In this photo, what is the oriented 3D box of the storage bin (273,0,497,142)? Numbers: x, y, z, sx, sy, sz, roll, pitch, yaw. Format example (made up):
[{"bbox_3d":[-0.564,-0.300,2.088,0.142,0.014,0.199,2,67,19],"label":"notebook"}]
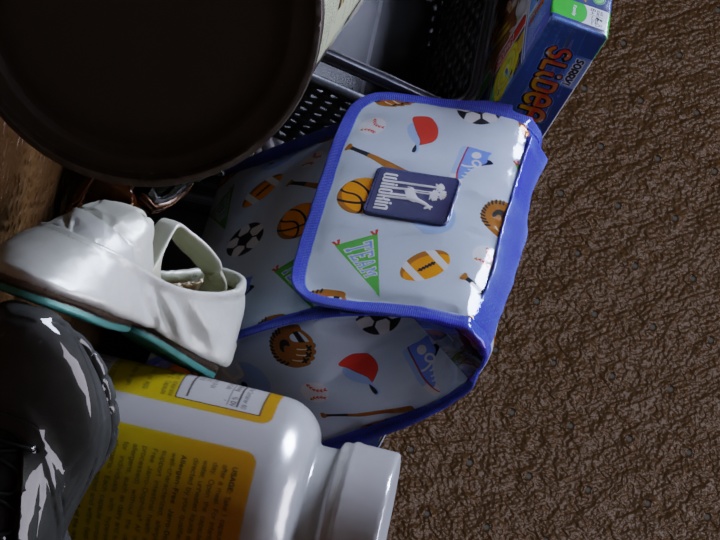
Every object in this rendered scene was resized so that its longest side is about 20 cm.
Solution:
[{"bbox_3d":[0.001,-0.170,1.402,0.094,0.135,0.200,-44,-151,53],"label":"storage bin"}]

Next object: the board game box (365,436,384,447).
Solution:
[{"bbox_3d":[-0.005,0.091,1.516,0.199,0.043,0.200,-67,-177,-62],"label":"board game box"}]

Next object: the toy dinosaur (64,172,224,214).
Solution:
[{"bbox_3d":[-0.101,-0.069,1.246,0.136,0.102,0.200,130,-28,-55],"label":"toy dinosaur"}]

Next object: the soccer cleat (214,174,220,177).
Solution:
[{"bbox_3d":[-0.084,-0.057,1.567,0.200,0.078,0.069,97,7,-50],"label":"soccer cleat"}]

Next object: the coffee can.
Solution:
[{"bbox_3d":[-0.074,-0.132,1.028,0.200,0.146,0.146,-66,168,-71],"label":"coffee can"}]

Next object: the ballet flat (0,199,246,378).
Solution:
[{"bbox_3d":[-0.113,0.001,1.163,0.200,0.069,0.069,30,72,-62],"label":"ballet flat"}]

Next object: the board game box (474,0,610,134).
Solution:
[{"bbox_3d":[0.093,-0.126,1.400,0.200,0.034,0.135,121,-16,-51],"label":"board game box"}]

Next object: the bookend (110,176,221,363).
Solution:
[{"bbox_3d":[-0.112,0.077,1.503,0.200,0.092,0.199,96,8,-51],"label":"bookend"}]

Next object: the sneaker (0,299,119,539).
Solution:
[{"bbox_3d":[-0.162,0.109,1.101,0.091,0.076,0.200,-57,158,-61],"label":"sneaker"}]

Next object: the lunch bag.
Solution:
[{"bbox_3d":[0.000,0.000,1.311,0.124,0.200,0.170,49,41,-31],"label":"lunch bag"}]

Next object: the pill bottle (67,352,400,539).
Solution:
[{"bbox_3d":[-0.085,0.109,1.212,0.113,0.200,0.113,12,90,-86],"label":"pill bottle"}]

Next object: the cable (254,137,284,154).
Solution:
[{"bbox_3d":[-0.041,-0.139,1.534,0.200,0.069,0.200,69,12,-51],"label":"cable"}]
